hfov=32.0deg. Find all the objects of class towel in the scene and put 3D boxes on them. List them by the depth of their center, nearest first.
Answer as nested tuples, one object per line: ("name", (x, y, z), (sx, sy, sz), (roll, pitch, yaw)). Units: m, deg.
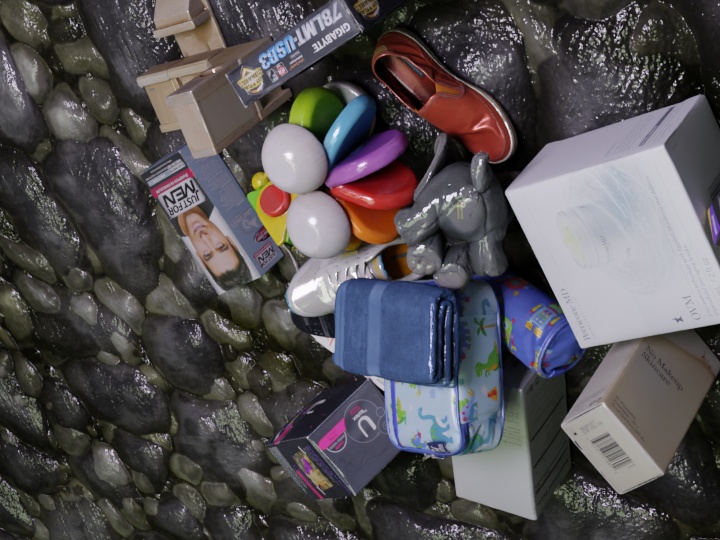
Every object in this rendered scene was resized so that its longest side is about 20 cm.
("towel", (0.039, 0.067, 1.408), (0.199, 0.048, 0.114), (5, 93, 56))

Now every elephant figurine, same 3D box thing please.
("elephant figurine", (0.109, -0.082, 1.402), (0.153, 0.201, 0.143), (-21, 113, 22))

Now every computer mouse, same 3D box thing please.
("computer mouse", (-0.001, 0.062, 1.585), (0.197, 0.034, 0.059), (8, 134, 25))

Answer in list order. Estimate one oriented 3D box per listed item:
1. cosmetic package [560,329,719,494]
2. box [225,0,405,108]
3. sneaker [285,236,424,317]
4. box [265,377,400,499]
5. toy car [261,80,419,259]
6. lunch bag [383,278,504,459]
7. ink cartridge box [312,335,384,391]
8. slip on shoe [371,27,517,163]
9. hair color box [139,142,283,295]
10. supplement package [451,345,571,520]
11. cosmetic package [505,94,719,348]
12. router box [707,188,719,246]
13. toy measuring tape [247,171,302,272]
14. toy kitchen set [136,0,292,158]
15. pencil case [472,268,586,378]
("cosmetic package", (0.310, 0.136, 1.372), (0.104, 0.200, 0.073), (47, 137, -4))
("box", (-0.020, -0.266, 1.334), (0.199, 0.198, 0.050), (-26, 104, 44))
("sneaker", (0.000, 0.000, 1.520), (0.197, 0.081, 0.078), (-23, 95, 3))
("box", (-0.032, 0.233, 1.719), (0.106, 0.122, 0.200), (50, 157, -5))
("toy car", (-0.007, -0.119, 1.448), (0.148, 0.175, 0.203), (-2, 119, 36))
("lunch bag", (0.089, 0.112, 1.450), (0.160, 0.081, 0.204), (-2, 91, 57))
("ink cartridge box", (0.017, 0.072, 1.646), (0.199, 0.068, 0.117), (36, 136, 9))
("slip on shoe", (0.090, -0.188, 1.404), (0.199, 0.061, 0.074), (41, 134, -2))
("hair color box", (-0.203, -0.075, 1.712), (0.098, 0.061, 0.202), (-21, 107, 44))
("supplement package", (0.184, 0.186, 1.563), (0.115, 0.117, 0.203), (11, 126, 31))
("cosmetic package", (0.291, -0.046, 1.313), (0.198, 0.123, 0.201), (-15, 111, 44))
("router box", (0.445, -0.076, 1.159), (0.196, 0.053, 0.159), (11, 133, -6))
("toy measuring tape", (-0.078, -0.056, 1.602), (0.201, 0.073, 0.074), (55, 141, 25))
("toy kitchen set", (-0.228, -0.239, 1.526), (0.197, 0.181, 0.165), (-7, 115, 35))
("pencil case", (0.175, 0.053, 1.456), (0.199, 0.077, 0.088), (35, 123, 47))
